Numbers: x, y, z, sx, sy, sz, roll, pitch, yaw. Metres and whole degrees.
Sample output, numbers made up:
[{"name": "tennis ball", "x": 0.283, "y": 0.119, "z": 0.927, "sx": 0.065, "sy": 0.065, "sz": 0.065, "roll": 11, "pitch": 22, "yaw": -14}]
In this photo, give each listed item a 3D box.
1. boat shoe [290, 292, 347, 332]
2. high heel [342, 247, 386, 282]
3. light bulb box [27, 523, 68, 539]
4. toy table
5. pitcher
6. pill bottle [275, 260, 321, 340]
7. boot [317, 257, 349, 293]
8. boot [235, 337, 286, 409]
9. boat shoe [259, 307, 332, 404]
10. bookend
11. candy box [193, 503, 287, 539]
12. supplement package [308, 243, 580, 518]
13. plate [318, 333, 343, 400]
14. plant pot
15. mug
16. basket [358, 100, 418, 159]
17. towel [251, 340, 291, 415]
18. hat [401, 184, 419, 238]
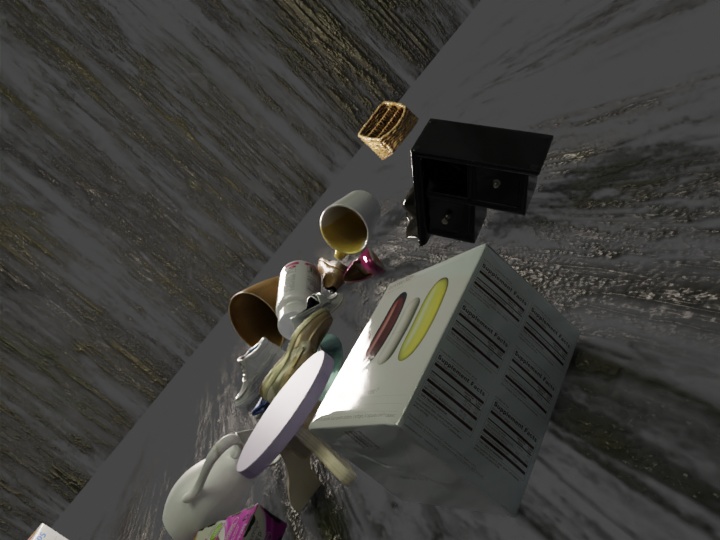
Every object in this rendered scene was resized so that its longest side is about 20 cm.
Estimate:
[{"name": "boat shoe", "x": -0.096, "y": 0.087, "z": 1.342, "sx": 0.071, "sy": 0.069, "sz": 0.200, "roll": -23, "pitch": 11, "yaw": 37}, {"name": "high heel", "x": 0.000, "y": 0.000, "z": 1.328, "sx": 0.096, "sy": 0.068, "sz": 0.200, "roll": -39, "pitch": 9, "yaw": 0}, {"name": "light bulb box", "x": -0.807, "y": 0.799, "z": 1.516, "sx": 0.199, "sy": 0.199, "sz": 0.125, "roll": -47, "pitch": 13, "yaw": 11}, {"name": "toy table", "x": -0.071, "y": 0.233, "z": 0.853, "sx": 0.201, "sy": 0.117, "sz": 0.184, "roll": -49, "pitch": 14, "yaw": 4}, {"name": "pitcher", "x": -0.248, "y": 0.360, "z": 1.001, "sx": 0.200, "sy": 0.121, "sz": 0.172, "roll": -47, "pitch": -29, "yaw": -5}, {"name": "pill bottle", "x": -0.155, "y": 0.076, "z": 1.502, "sx": 0.113, "sy": 0.113, "sz": 0.201, "roll": -43, "pitch": 26, "yaw": 24}, {"name": "boot", "x": -0.085, "y": 0.014, "z": 1.592, "sx": 0.076, "sy": 0.073, "sz": 0.200, "roll": -61, "pitch": 17, "yaw": -6}, {"name": "boot", "x": -0.269, "y": 0.250, "z": 1.479, "sx": 0.200, "sy": 0.095, "sz": 0.074, "roll": -46, "pitch": 14, "yaw": 14}, {"name": "boat shoe", "x": -0.105, "y": 0.164, "z": 1.102, "sx": 0.201, "sy": 0.064, "sz": 0.072, "roll": -55, "pitch": -27, "yaw": -14}, {"name": "bookend", "x": 0.192, "y": -0.122, "z": 0.959, "sx": 0.093, "sy": 0.196, "sz": 0.202, "roll": -58, "pitch": -28, "yaw": -36}, {"name": "candy box", "x": -0.202, "y": 0.432, "z": 0.857, "sx": 0.199, "sy": 0.061, "sz": 0.137, "roll": -39, "pitch": 18, "yaw": 40}, {"name": "supplement package", "x": 0.083, "y": 0.114, "z": 0.614, "sx": 0.191, "sy": 0.147, "sz": 0.201, "roll": -27, "pitch": 27, "yaw": 58}, {"name": "plate", "x": -0.109, "y": 0.206, "z": 1.147, "sx": 0.199, "sy": 0.025, "sz": 0.202, "roll": -38, "pitch": 30, "yaw": 26}, {"name": "plant pot", "x": -0.233, "y": 0.094, "z": 1.658, "sx": 0.186, "sy": 0.187, "sz": 0.200, "roll": -36, "pitch": 5, "yaw": 42}, {"name": "mug", "x": -0.027, "y": -0.140, "z": 1.666, "sx": 0.185, "sy": 0.150, "sz": 0.154, "roll": -30, "pitch": 15, "yaw": 38}, {"name": "basket", "x": 0.110, "y": -0.559, "z": 2.312, "sx": 0.201, "sy": 0.149, "sz": 0.142, "roll": -52, "pitch": 14, "yaw": -15}, {"name": "towel", "x": -0.185, "y": 0.232, "z": 1.353, "sx": 0.202, "sy": 0.024, "sz": 0.147, "roll": -61, "pitch": 6, "yaw": -25}, {"name": "hat", "x": 0.143, "y": -0.160, "z": 1.287, "sx": 0.201, "sy": 0.081, "sz": 0.201, "roll": -45, "pitch": 14, "yaw": 14}]
